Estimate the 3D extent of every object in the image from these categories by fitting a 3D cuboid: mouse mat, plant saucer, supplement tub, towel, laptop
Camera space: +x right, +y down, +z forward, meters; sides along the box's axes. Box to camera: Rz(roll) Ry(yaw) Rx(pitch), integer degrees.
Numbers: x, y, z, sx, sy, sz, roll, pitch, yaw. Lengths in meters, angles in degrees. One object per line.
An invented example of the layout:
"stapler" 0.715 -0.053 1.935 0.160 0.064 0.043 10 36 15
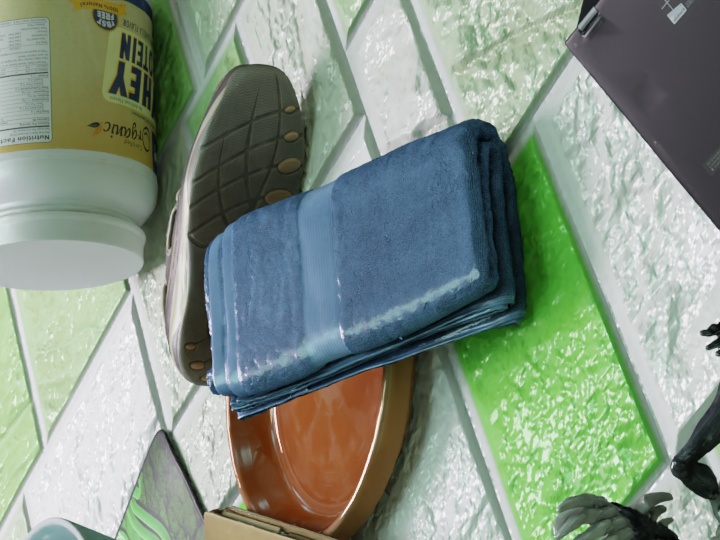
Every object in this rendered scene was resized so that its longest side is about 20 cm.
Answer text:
"mouse mat" -0.125 0.221 1.603 0.161 0.008 0.200 -67 32 28
"plant saucer" -0.021 0.059 1.415 0.200 0.032 0.201 -21 66 59
"supplement tub" -0.209 -0.098 1.672 0.144 0.144 0.201 -28 61 57
"towel" 0.000 0.000 1.313 0.200 0.048 0.112 -23 60 37
"laptop" 0.186 -0.151 1.094 0.200 0.116 0.187 52 137 13

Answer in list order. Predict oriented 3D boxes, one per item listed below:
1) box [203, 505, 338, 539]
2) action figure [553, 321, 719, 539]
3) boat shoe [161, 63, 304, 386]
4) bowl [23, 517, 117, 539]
"box" -0.041 0.241 1.393 0.163 0.021 0.201 5 99 62
"action figure" 0.137 0.125 1.039 0.119 0.102 0.200 35 114 46
"boat shoe" -0.089 -0.032 1.514 0.073 0.074 0.200 34 113 58
"bowl" -0.145 0.253 1.515 0.201 0.105 0.201 -18 70 61
